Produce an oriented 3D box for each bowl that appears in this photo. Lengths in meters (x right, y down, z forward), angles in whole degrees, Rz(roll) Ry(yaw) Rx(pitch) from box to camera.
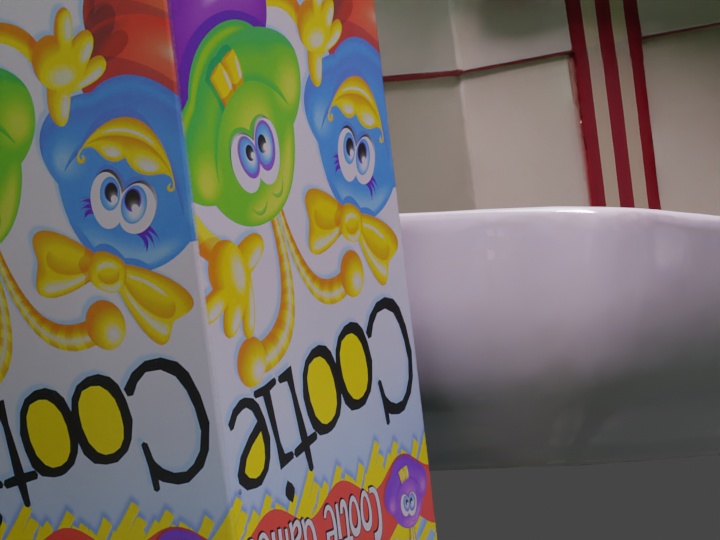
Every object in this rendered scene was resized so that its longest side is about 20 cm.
[{"bbox_3d":[0.034,0.024,0.920,0.199,0.075,0.199,-5,-4,29],"label":"bowl"}]

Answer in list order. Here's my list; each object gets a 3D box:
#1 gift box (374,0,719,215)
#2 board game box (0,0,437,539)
[{"bbox_3d":[0.037,-0.047,1.159,0.184,0.188,0.199,-3,7,41],"label":"gift box"},{"bbox_3d":[-0.057,-0.004,0.798,0.104,0.201,0.103,-4,7,31],"label":"board game box"}]
